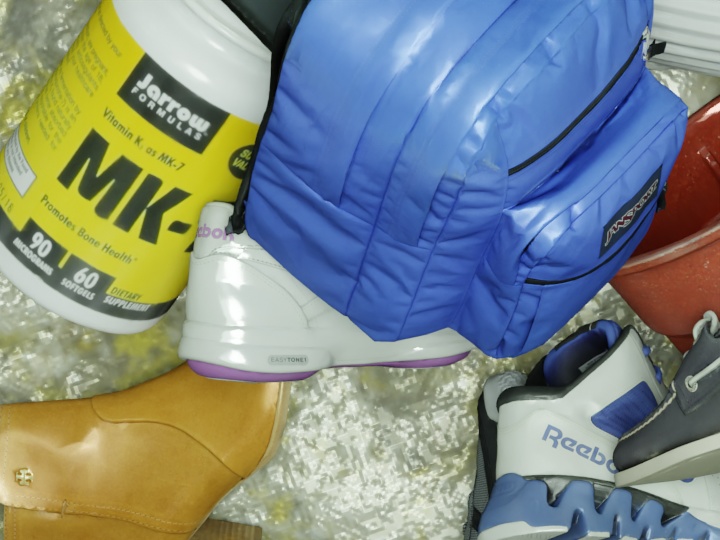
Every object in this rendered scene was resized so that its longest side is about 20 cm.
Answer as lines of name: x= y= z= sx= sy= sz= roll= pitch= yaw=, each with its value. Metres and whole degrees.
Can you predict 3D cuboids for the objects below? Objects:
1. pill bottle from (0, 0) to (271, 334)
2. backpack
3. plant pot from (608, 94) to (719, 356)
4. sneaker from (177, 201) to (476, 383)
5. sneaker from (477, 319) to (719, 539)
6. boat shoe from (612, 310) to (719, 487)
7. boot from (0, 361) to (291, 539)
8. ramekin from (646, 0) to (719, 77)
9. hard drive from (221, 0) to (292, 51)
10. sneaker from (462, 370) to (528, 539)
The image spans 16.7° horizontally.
pill bottle: x=-0.093 y=-0.076 z=1.179 sx=0.114 sy=0.114 sz=0.200 roll=36 pitch=114 yaw=-2
backpack: x=0.054 y=-0.074 z=1.048 sx=0.168 sy=0.200 sz=0.163 roll=32 pitch=61 yaw=13
plant pot: x=0.238 y=0.013 z=1.167 sx=0.201 sy=0.201 sz=0.195 roll=-35 pitch=102 yaw=7
sneaker: x=0.000 y=0.000 z=1.183 sx=0.075 sy=0.200 sz=0.100 roll=4 pitch=96 yaw=46
sneaker: x=0.142 y=0.085 z=1.198 sx=0.199 sy=0.081 sz=0.115 roll=9 pitch=70 yaw=-34
boat shoe: x=0.177 y=0.043 z=1.075 sx=0.073 sy=0.200 sz=0.063 roll=-4 pitch=70 yaw=-36
boot: x=-0.111 y=0.076 z=1.242 sx=0.144 sy=0.071 sz=0.202 roll=9 pitch=104 yaw=-5
ramekin: x=0.187 y=-0.180 z=1.116 sx=0.105 sy=0.200 sz=0.201 roll=21 pitch=100 yaw=34
hard drive: x=-0.012 y=-0.210 z=1.064 sx=0.200 sy=0.033 sz=0.140 roll=-47 pitch=117 yaw=-4
sneaker: x=0.055 y=0.156 z=1.245 sx=0.114 sy=0.075 sz=0.200 roll=-12 pitch=79 yaw=23
